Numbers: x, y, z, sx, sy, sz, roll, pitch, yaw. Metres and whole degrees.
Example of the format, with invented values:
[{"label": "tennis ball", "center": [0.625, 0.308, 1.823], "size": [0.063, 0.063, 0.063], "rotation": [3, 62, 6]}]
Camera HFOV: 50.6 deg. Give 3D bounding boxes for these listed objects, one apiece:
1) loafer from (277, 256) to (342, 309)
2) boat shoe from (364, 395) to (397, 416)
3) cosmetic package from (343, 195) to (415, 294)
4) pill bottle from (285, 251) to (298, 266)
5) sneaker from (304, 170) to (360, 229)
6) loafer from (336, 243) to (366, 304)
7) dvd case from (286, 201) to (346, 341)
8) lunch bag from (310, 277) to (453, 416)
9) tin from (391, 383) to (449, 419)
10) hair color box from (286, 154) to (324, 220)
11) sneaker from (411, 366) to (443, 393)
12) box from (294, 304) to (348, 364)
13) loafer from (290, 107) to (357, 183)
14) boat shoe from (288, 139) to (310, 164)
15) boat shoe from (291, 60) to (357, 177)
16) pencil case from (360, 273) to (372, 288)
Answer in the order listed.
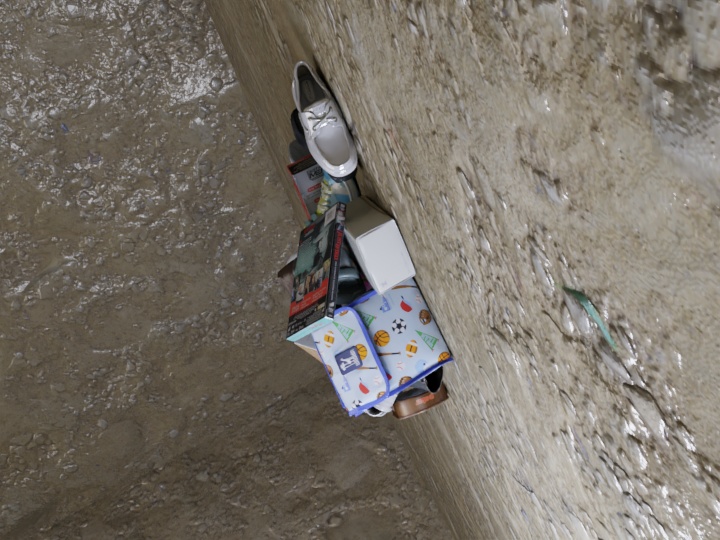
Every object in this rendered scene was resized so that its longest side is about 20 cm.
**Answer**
[{"label": "loafer", "center": [-0.091, 0.059, 1.415], "size": [0.203, 0.069, 0.074], "rotation": [64, -147, -27]}, {"label": "boat shoe", "center": [0.032, 0.250, 1.477], "size": [0.070, 0.067, 0.200], "rotation": [24, 165, -8]}, {"label": "cosmetic package", "center": [0.017, -0.048, 1.277], "size": [0.106, 0.072, 0.200], "rotation": [66, 174, -22]}, {"label": "pill bottle", "center": [-0.080, 0.008, 1.808], "size": [0.198, 0.112, 0.114], "rotation": [-4, -120, -53]}, {"label": "sneaker", "center": [-0.064, -0.121, 1.420], "size": [0.080, 0.128, 0.204], "rotation": [-125, 10, -63]}, {"label": "loafer", "center": [-0.027, 0.009, 1.337], "size": [0.200, 0.070, 0.065], "rotation": [95, 167, -74]}, {"label": "dvd case", "center": [-0.074, 0.003, 1.267], "size": [0.145, 0.022, 0.205], "rotation": [-32, 48, 54]}, {"label": "lunch bag", "center": [0.030, 0.123, 1.269], "size": [0.173, 0.196, 0.124], "rotation": [63, 174, 6]}, {"label": "tin", "center": [0.114, 0.256, 1.520], "size": [0.200, 0.109, 0.043], "rotation": [120, 132, -82]}, {"label": "hair color box", "center": [-0.061, -0.130, 1.497], "size": [0.061, 0.099, 0.204], "rotation": [-124, 11, -58]}, {"label": "sneaker", "center": [0.097, 0.122, 1.390], "size": [0.106, 0.074, 0.205], "rotation": [10, 122, 62]}, {"label": "box", "center": [-0.006, 0.147, 1.530], "size": [0.196, 0.109, 0.152], "rotation": [13, 161, 36]}, {"label": "loafer", "center": [-0.065, -0.230, 1.299], "size": [0.202, 0.067, 0.071], "rotation": [53, 161, 39]}, {"label": "boat shoe", "center": [-0.099, -0.212, 1.634], "size": [0.201, 0.071, 0.063], "rotation": [56, 168, 41]}, {"label": "boat shoe", "center": [-0.065, -0.242, 1.203], "size": [0.070, 0.069, 0.203], "rotation": [74, 170, -69]}, {"label": "pencil case", "center": [0.000, 0.000, 1.489], "size": [0.089, 0.086, 0.200], "rotation": [63, 167, -2]}]
